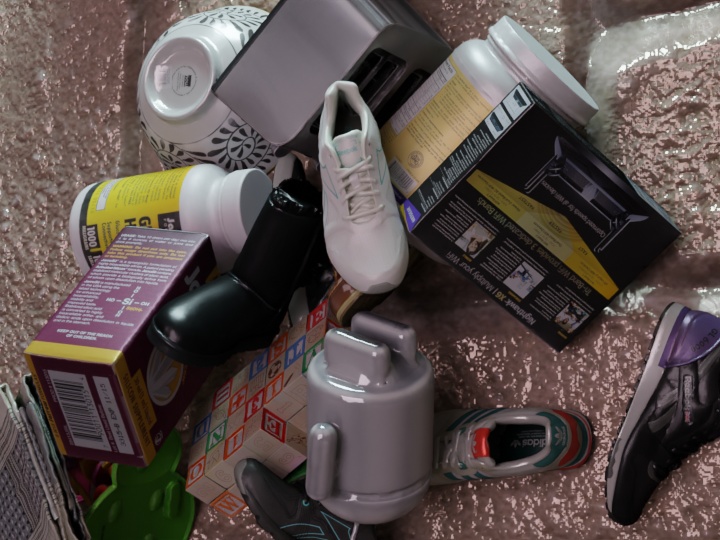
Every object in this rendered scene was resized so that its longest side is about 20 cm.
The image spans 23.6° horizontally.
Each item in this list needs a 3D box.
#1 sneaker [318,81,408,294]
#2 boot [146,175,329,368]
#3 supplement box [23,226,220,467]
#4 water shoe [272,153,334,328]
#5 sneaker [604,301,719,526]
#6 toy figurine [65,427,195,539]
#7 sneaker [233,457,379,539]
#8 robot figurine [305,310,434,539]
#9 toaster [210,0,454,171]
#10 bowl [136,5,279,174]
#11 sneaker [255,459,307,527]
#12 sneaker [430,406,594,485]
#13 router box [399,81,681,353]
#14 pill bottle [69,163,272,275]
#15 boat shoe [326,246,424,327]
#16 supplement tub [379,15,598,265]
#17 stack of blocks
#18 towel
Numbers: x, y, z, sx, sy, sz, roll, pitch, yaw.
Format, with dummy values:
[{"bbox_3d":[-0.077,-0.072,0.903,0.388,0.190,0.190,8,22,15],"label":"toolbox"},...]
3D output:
[{"bbox_3d":[-0.007,-0.074,1.492,0.070,0.080,0.201,-13,62,1],"label":"sneaker"},{"bbox_3d":[-0.099,0.000,1.573,0.073,0.198,0.163,38,111,20],"label":"boot"},{"bbox_3d":[-0.214,0.070,1.635,0.103,0.131,0.200,5,40,24],"label":"supplement box"},{"bbox_3d":[-0.038,-0.020,1.697,0.078,0.072,0.201,-9,82,6],"label":"water shoe"},{"bbox_3d":[0.277,0.134,1.493,0.087,0.076,0.201,19,91,23],"label":"sneaker"},{"bbox_3d":[-0.276,0.201,1.735,0.184,0.150,0.201,31,119,38],"label":"toy figurine"},{"bbox_3d":[-0.036,0.233,1.602,0.079,0.200,0.075,-43,21,4],"label":"sneaker"},{"bbox_3d":[0.009,0.139,1.521,0.113,0.169,0.201,20,121,35],"label":"robot figurine"},{"bbox_3d":[-0.014,-0.195,1.642,0.200,0.181,0.119,-50,64,13],"label":"toaster"},{"bbox_3d":[-0.162,-0.187,1.767,0.200,0.094,0.202,-5,78,26],"label":"bowl"},{"bbox_3d":[-0.030,0.181,1.657,0.200,0.078,0.085,-50,27,19],"label":"sneaker"},{"bbox_3d":[0.106,0.155,1.565,0.199,0.093,0.071,-7,78,27],"label":"sneaker"},{"bbox_3d":[0.159,-0.044,1.519,0.157,0.200,0.052,-45,27,13],"label":"router box"},{"bbox_3d":[-0.186,-0.047,1.744,0.199,0.112,0.113,-8,78,27],"label":"pill bottle"},{"bbox_3d":[0.000,0.000,1.584,0.068,0.200,0.072,45,107,3],"label":"boat shoe"},{"bbox_3d":[0.106,-0.119,1.583,0.200,0.145,0.146,-45,64,14],"label":"supplement tub"},{"bbox_3d":[-0.078,0.132,1.635,0.200,0.058,0.116,-40,28,29],"label":"stack of blocks"},{"bbox_3d":[-0.331,0.225,1.686,0.200,0.034,0.193,-53,52,46],"label":"towel"}]
